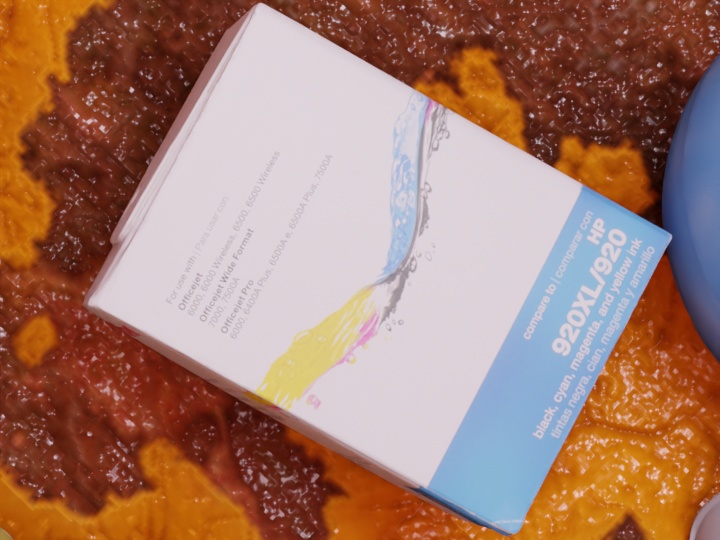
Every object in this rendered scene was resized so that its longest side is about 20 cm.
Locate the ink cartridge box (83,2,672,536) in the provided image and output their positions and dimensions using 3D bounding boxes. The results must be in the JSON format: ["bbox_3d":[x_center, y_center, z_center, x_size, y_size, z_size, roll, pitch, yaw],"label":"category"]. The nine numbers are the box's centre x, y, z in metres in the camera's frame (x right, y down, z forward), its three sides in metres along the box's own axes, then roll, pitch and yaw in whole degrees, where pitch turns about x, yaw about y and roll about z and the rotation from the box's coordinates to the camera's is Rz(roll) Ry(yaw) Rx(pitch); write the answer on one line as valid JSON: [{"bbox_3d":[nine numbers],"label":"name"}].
[{"bbox_3d":[0.000,0.000,1.216,0.199,0.147,0.145,29,86,-6],"label":"ink cartridge box"}]

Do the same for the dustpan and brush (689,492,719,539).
[{"bbox_3d":[0.230,0.100,1.220,0.139,0.200,0.058,9,80,-6],"label":"dustpan and brush"}]

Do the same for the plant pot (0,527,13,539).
[{"bbox_3d":[-0.220,0.189,1.142,0.195,0.195,0.200,21,58,31],"label":"plant pot"}]

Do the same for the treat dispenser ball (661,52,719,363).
[{"bbox_3d":[0.229,-0.026,1.217,0.200,0.201,0.202,0,89,-7],"label":"treat dispenser ball"}]
